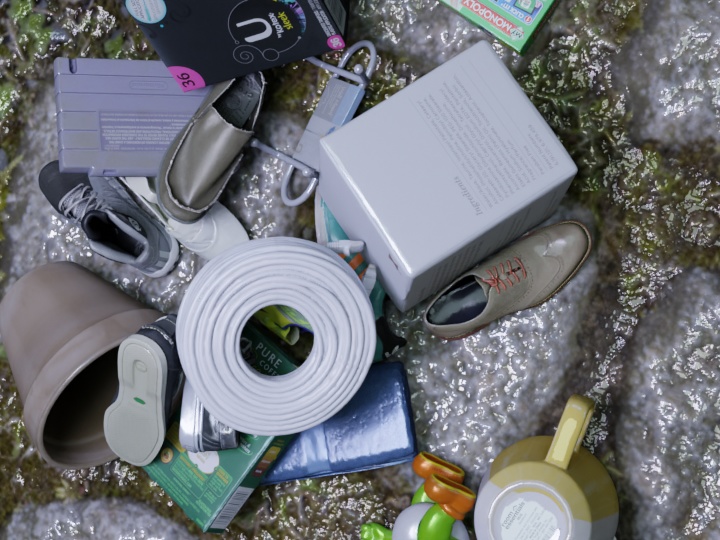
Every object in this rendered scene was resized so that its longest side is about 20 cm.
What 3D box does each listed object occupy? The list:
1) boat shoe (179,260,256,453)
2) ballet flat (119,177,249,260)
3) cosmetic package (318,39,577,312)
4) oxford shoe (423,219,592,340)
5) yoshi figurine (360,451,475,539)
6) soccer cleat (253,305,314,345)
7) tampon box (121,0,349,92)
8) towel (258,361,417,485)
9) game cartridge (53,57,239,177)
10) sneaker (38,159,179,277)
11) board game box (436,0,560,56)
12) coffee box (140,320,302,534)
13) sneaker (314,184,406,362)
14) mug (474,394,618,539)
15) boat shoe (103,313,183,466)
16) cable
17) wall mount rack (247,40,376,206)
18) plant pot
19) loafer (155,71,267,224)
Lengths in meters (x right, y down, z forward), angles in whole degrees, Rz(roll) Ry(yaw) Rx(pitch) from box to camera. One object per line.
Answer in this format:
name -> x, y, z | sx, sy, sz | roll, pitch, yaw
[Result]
boat shoe -> -0.143, 0.091, 1.376 | 0.070, 0.072, 0.202 | 3, 82, 3
ballet flat -> -0.210, -0.073, 1.479 | 0.200, 0.069, 0.070 | 43, 97, 13
cosmetic package -> 0.082, -0.091, 1.329 | 0.199, 0.167, 0.167 | -32, 80, -9
oxford shoe -> 0.154, 0.013, 1.376 | 0.199, 0.075, 0.071 | -35, 79, 10
yoshi figurine -> 0.034, 0.291, 1.378 | 0.112, 0.112, 0.201 | 32, 103, 33
soccer cleat -> -0.096, 0.037, 1.413 | 0.199, 0.064, 0.084 | 8, 106, 45
tampon box -> -0.128, -0.303, 1.388 | 0.199, 0.150, 0.127 | -13, 47, 20
towel -> -0.037, 0.166, 1.428 | 0.199, 0.049, 0.112 | -11, 79, 16
game cartridge -> -0.235, -0.167, 1.452 | 0.199, 0.038, 0.131 | -1, 84, -22
sneaker -> -0.298, -0.068, 1.476 | 0.199, 0.115, 0.075 | 34, 95, 14
board game box -> 0.131, -0.343, 1.429 | 0.200, 0.029, 0.135 | 36, 96, 13
coffee box -> -0.137, 0.166, 1.407 | 0.123, 0.044, 0.201 | 37, 95, 30
sneaker -> 0.000, 0.000, 1.425 | 0.079, 0.071, 0.201 | -12, 84, 2
mug -> 0.175, 0.227, 1.318 | 0.148, 0.153, 0.188 | -12, 83, 14
boat shoe -> -0.218, 0.129, 1.367 | 0.071, 0.068, 0.201 | 27, 131, 9
cable -> -0.081, 0.067, 1.296 | 0.198, 0.069, 0.202 | 3, 102, -12
wall mount rack -> -0.044, -0.163, 1.403 | 0.174, 0.074, 0.201 | 31, 95, 56
plant pot -> -0.305, 0.086, 1.446 | 0.200, 0.200, 0.174 | -48, 61, 7
loafer -> -0.159, -0.145, 1.423 | 0.075, 0.070, 0.201 | 27, 70, -15
